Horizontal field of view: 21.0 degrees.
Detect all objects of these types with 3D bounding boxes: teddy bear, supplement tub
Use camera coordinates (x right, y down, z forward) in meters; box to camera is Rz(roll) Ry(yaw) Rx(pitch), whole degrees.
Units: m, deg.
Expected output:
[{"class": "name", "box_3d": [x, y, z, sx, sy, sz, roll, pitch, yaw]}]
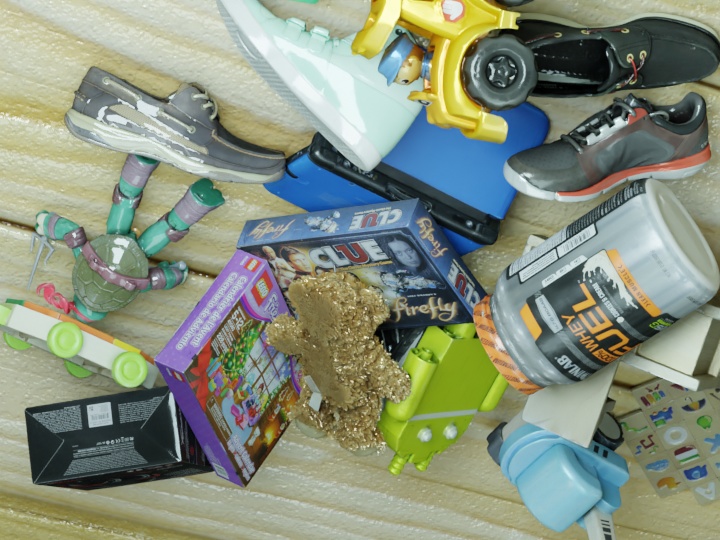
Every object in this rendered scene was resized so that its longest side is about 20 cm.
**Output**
[{"class": "teddy bear", "box_3d": [-0.018, 0.083, 1.784, 0.144, 0.067, 0.202, 6, 121, 39]}, {"class": "supplement tub", "box_3d": [0.205, 0.019, 1.711, 0.199, 0.123, 0.122, -35, 125, 22]}]

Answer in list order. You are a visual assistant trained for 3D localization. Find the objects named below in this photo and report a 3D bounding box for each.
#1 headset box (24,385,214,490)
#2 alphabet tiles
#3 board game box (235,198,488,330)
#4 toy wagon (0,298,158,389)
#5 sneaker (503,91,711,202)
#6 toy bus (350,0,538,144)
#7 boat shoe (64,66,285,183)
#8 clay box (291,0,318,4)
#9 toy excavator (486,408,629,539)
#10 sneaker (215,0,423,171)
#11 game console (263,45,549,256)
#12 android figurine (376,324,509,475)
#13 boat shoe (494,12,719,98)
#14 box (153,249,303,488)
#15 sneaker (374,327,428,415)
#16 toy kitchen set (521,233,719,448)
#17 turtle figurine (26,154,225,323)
[{"class": "headset box", "box_3d": [-0.224, 0.166, 1.893, 0.147, 0.076, 0.200, -9, 170, 7]}, {"class": "alphabet tiles", "box_3d": [0.364, 0.169, 2.027, 0.165, 0.006, 0.200, -23, 128, 16]}, {"class": "board game box", "box_3d": [0.000, 0.000, 1.787, 0.199, 0.035, 0.136, -6, 136, 37]}, {"class": "toy wagon", "box_3d": [-0.287, 0.063, 1.820, 0.199, 0.040, 0.155, 27, 169, -25]}, {"class": "sneaker", "box_3d": [0.217, -0.120, 1.716, 0.198, 0.077, 0.083, -13, 126, -18]}, {"class": "toy bus", "box_3d": [0.049, -0.211, 1.547, 0.190, 0.136, 0.202, 7, 95, -8]}, {"class": "boat shoe", "box_3d": [-0.154, -0.127, 1.687, 0.198, 0.074, 0.074, 15, 98, -16]}, {"class": "clay box", "box_3d": [-0.066, -0.312, 1.554, 0.114, 0.048, 0.201, 8, 131, -12]}, {"class": "toy excavator", "box_3d": [0.228, 0.239, 1.951, 0.194, 0.201, 0.100, 30, 124, -26]}, {"class": "sneaker", "box_3d": [-0.024, -0.192, 1.642, 0.200, 0.074, 0.118, 44, 81, 3]}, {"class": "game console", "box_3d": [0.040, -0.106, 1.761, 0.199, 0.119, 0.170, 25, 156, -22]}, {"class": "android figurine", "box_3d": [0.084, 0.110, 1.875, 0.181, 0.041, 0.201, 3, 119, -56]}, {"class": "boat shoe", "box_3d": [0.216, -0.180, 1.678, 0.199, 0.063, 0.074, 2, 129, -6]}, {"class": "box", "box_3d": [-0.112, 0.095, 1.834, 0.039, 0.137, 0.201, 20, 152, 29]}, {"class": "sneaker", "box_3d": [0.040, 0.103, 1.914, 0.079, 0.074, 0.201, 6, 137, -16]}, {"class": "toy kitchen set", "box_3d": [0.248, 0.079, 1.856, 0.199, 0.180, 0.165, 22, 98, 22]}, {"class": "turtle figurine", "box_3d": [-0.218, -0.017, 1.778, 0.149, 0.101, 0.200, 27, 119, -24]}]
